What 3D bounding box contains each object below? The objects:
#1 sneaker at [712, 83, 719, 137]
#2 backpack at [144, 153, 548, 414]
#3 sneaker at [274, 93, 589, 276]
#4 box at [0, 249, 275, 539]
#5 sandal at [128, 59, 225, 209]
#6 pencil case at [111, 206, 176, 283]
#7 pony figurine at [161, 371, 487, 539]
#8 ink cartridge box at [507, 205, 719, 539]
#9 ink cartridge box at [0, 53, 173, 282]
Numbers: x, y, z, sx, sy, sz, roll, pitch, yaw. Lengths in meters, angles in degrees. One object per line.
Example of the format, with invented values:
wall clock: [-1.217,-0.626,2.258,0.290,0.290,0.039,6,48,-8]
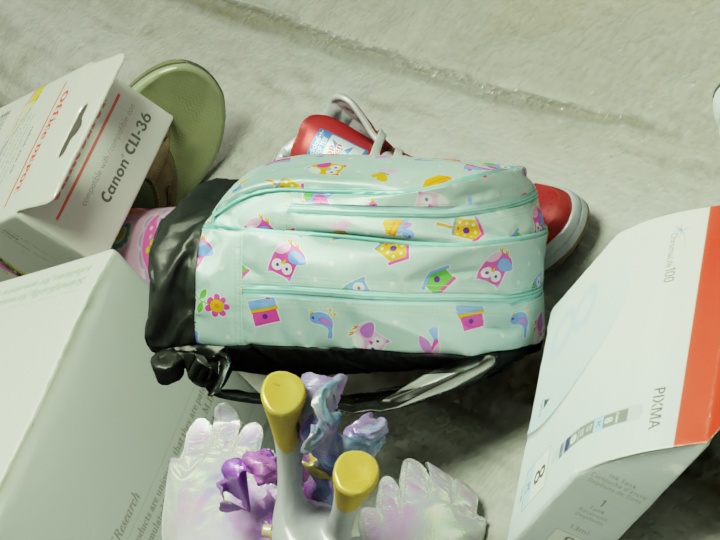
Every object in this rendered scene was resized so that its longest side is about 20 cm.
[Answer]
sneaker: [0.268,-0.077,1.410,0.200,0.080,0.086,-29,44,38]
backpack: [0.000,0.000,1.502,0.200,0.127,0.167,1,15,17]
sneaker: [0.030,-0.045,1.596,0.200,0.112,0.071,-2,50,49]
box: [-0.186,0.129,1.581,0.199,0.171,0.200,-14,41,40]
sandal: [-0.152,-0.045,1.855,0.201,0.080,0.057,-56,25,-2]
pencil case: [-0.092,0.007,1.705,0.087,0.087,0.200,-54,31,-17]
pony figurine: [-0.028,0.138,1.378,0.166,0.200,0.193,11,55,5]
ink cartridge box: [0.142,0.032,1.354,0.200,0.047,0.160,124,166,-46]
ink cartridge box: [-0.190,-0.054,1.756,0.200,0.067,0.117,-17,44,57]
